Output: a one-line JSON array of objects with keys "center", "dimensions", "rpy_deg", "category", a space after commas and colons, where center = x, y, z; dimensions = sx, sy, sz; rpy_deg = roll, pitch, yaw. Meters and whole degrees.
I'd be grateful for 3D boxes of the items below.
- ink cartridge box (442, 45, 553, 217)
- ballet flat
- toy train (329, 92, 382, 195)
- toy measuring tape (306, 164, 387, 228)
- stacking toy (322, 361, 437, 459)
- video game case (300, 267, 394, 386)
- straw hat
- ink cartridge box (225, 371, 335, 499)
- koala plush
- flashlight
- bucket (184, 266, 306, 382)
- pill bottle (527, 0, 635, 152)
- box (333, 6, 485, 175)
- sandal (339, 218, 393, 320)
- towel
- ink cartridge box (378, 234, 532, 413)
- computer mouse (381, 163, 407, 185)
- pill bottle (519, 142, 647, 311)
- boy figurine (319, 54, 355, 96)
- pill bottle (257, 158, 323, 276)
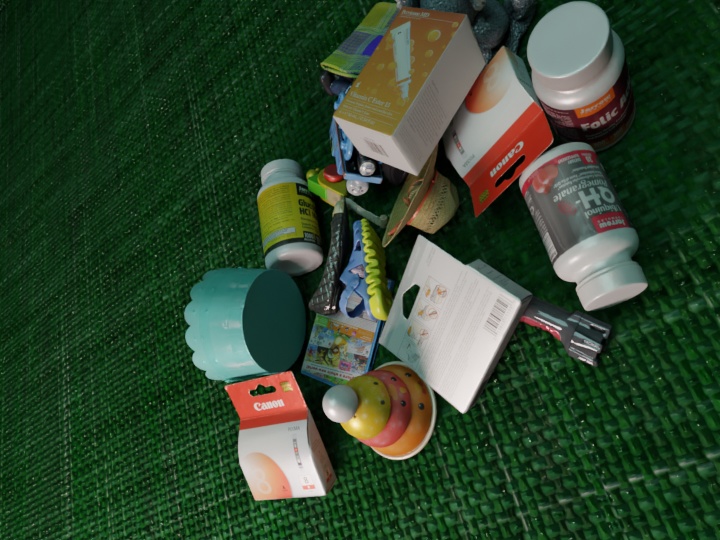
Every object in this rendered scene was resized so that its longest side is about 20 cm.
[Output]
[{"center": [0.190, -0.206, 0.788], "dimensions": [0.162, 0.049, 0.204], "rpy_deg": [-47, 31, 41], "category": "ink cartridge box"}, {"center": [-0.052, -0.024, 0.931], "dimensions": [0.055, 0.066, 0.206], "rpy_deg": [8, 87, 11], "category": "ballet flat"}, {"center": [-0.006, -0.222, 0.931], "dimensions": [0.116, 0.084, 0.204], "rpy_deg": [110, 157, -49], "category": "toy train"}, {"center": [-0.018, -0.144, 0.978], "dimensions": [0.197, 0.073, 0.075], "rpy_deg": [30, 94, 24], "category": "toy measuring tape"}, {"center": [0.013, 0.202, 0.774], "dimensions": [0.143, 0.198, 0.151], "rpy_deg": [-9, 73, 31], "category": "stacking toy"}, {"center": [-0.025, 0.102, 0.940], "dimensions": [0.140, 0.018, 0.206], "rpy_deg": [13, 85, 35], "category": "video game case"}, {"center": [0.112, -0.110, 0.856], "dimensions": [0.083, 0.201, 0.205], "rpy_deg": [25, 93, -5], "category": "straw hat"}, {"center": [-0.145, 0.282, 0.890], "dimensions": [0.159, 0.050, 0.205], "rpy_deg": [-16, 103, 29], "category": "ink cartridge box"}, {"center": [0.157, -0.401, 0.835], "dimensions": [0.174, 0.198, 0.189], "rpy_deg": [15, 86, 35], "category": "koala plush"}, {"center": [0.241, 0.069, 0.742], "dimensions": [0.197, 0.067, 0.069], "rpy_deg": [28, 89, 32], "category": "flashlight"}, {"center": [-0.198, 0.093, 0.954], "dimensions": [0.132, 0.206, 0.214], "rpy_deg": [-5, 74, 30], "category": "bucket"}, {"center": [0.293, -0.248, 0.701], "dimensions": [0.112, 0.198, 0.118], "rpy_deg": [-9, 72, 31], "category": "pill bottle"}, {"center": [0.073, -0.264, 0.778], "dimensions": [0.123, 0.097, 0.203], "rpy_deg": [28, 83, 37], "category": "box"}, {"center": [0.000, 0.000, 0.892], "dimensions": [0.085, 0.080, 0.204], "rpy_deg": [-21, 49, 20], "category": "sandal"}, {"center": [0.028, -0.438, 1.000], "dimensions": [0.142, 0.023, 0.201], "rpy_deg": [26, 70, 35], "category": "towel"}, {"center": [0.127, 0.074, 0.768], "dimensions": [0.172, 0.043, 0.204], "rpy_deg": [37, 123, 29], "category": "ink cartridge box"}, {"center": [0.069, -0.258, 0.909], "dimensions": [0.202, 0.045, 0.143], "rpy_deg": [-57, 39, 42], "category": "computer mouse"}, {"center": [0.295, -0.056, 0.704], "dimensions": [0.109, 0.110, 0.205], "rpy_deg": [-27, 64, 25], "category": "pill bottle"}, {"center": [0.010, -0.352, 1.008], "dimensions": [0.198, 0.064, 0.127], "rpy_deg": [27, 87, 38], "category": "boy figurine"}, {"center": [-0.138, -0.102, 1.013], "dimensions": [0.110, 0.112, 0.205], "rpy_deg": [-23, 66, 27], "category": "pill bottle"}]
